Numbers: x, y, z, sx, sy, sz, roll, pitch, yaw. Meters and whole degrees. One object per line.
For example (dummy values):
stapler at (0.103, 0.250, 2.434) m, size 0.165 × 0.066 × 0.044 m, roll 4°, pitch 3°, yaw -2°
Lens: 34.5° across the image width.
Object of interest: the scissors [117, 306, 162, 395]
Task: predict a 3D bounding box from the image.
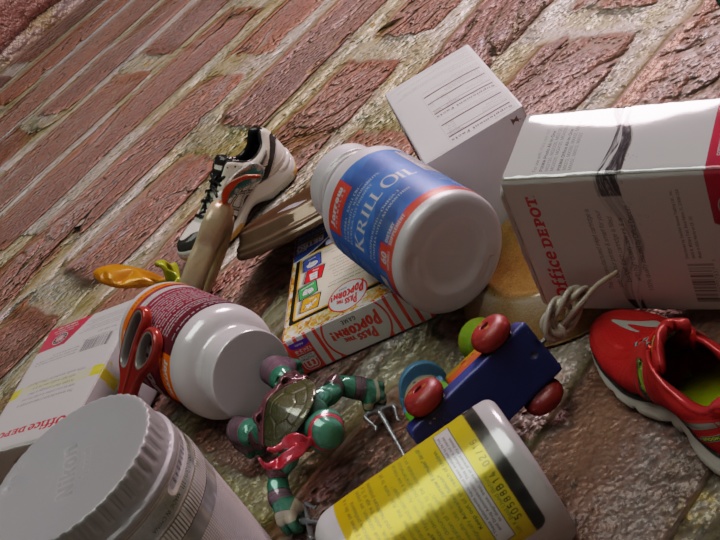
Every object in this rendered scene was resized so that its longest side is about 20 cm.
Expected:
scissors at (-0.234, 0.136, 1.142) m, size 0.073 × 0.014 × 0.203 m, roll 33°, pitch 108°, yaw 51°

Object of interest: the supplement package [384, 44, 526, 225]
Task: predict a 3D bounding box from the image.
supplement package at (0.112, -0.131, 1.188) m, size 0.108 × 0.115 × 0.201 m, roll -30°, pitch 28°, yaw 5°

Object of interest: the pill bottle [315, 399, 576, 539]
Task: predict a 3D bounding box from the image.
pill bottle at (0.038, 0.188, 0.789) m, size 0.199 × 0.112 × 0.111 m, roll -35°, pitch 28°, yaw 0°

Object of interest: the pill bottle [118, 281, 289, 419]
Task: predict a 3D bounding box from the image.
pill bottle at (-0.155, 0.081, 1.152) m, size 0.113 × 0.114 × 0.199 m, roll -45°, pitch 29°, yaw -19°

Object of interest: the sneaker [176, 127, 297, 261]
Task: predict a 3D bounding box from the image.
sneaker at (-0.174, -0.101, 1.476) m, size 0.200 × 0.088 × 0.075 m, roll -48°, pitch 33°, yaw -20°

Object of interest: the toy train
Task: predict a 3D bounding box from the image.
toy train at (0.114, 0.063, 0.924) m, size 0.200 × 0.085 × 0.116 m, roll -43°, pitch 15°, yaw -2°

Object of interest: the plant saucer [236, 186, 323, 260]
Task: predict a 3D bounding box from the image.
plant saucer at (-0.057, -0.071, 1.300) m, size 0.198 × 0.030 × 0.200 m, roll -28°, pitch 10°, yaw 5°

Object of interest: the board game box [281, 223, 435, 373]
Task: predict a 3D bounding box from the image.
board game box at (0.000, 0.000, 1.180) m, size 0.150 × 0.047 × 0.201 m, roll -24°, pitch 30°, yaw 18°

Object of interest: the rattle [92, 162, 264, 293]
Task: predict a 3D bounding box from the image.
rattle at (-0.201, -0.054, 1.307) m, size 0.142 × 0.202 × 0.130 m, roll 30°, pitch 38°, yaw 14°

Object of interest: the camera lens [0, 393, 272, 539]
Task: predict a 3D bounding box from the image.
camera lens at (-0.159, 0.214, 0.864) m, size 0.158 × 0.201 × 0.161 m, roll -25°, pitch 29°, yaw 15°

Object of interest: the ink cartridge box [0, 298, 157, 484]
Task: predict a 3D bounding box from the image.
ink cartridge box at (-0.302, 0.142, 1.248) m, size 0.143 × 0.084 × 0.201 m, roll -17°, pitch 33°, yaw 29°

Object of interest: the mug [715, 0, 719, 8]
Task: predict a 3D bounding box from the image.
mug at (0.424, -0.305, 1.120) m, size 0.152 × 0.115 × 0.184 m, roll -43°, pitch 30°, yaw -17°

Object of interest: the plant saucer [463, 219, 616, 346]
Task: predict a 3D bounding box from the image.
plant saucer at (0.173, -0.014, 1.030) m, size 0.198 × 0.036 × 0.201 m, roll -26°, pitch 30°, yaw 16°

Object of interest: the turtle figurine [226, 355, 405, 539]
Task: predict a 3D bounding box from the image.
turtle figurine at (-0.045, 0.133, 0.983) m, size 0.150 × 0.101 × 0.199 m, roll -43°, pitch 24°, yaw -16°

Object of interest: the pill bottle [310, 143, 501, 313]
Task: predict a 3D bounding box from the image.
pill bottle at (0.032, -0.048, 1.060) m, size 0.112 × 0.113 × 0.200 m, roll -40°, pitch 35°, yaw -10°

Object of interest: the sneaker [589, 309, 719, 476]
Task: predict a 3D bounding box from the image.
sneaker at (0.222, 0.062, 0.810) m, size 0.077 × 0.085 × 0.200 m, roll -37°, pitch 28°, yaw -7°

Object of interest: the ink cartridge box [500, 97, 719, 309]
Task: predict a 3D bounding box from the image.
ink cartridge box at (0.222, -0.047, 0.872) m, size 0.197 × 0.146 × 0.084 m, roll 0°, pitch 47°, yaw 30°
